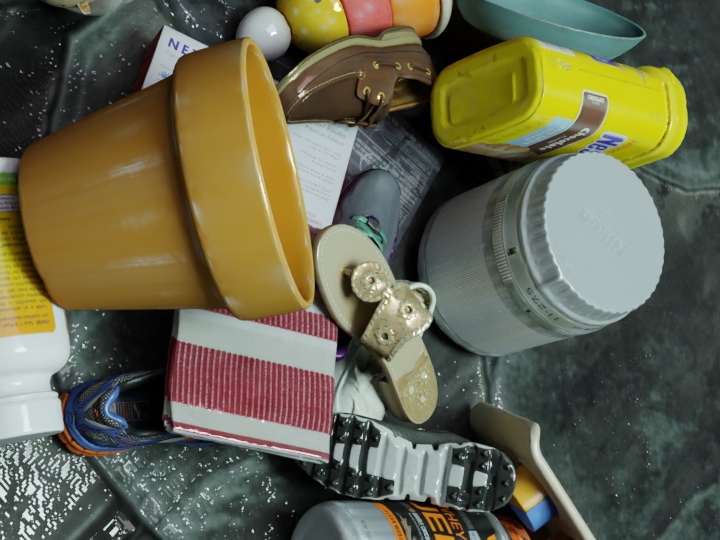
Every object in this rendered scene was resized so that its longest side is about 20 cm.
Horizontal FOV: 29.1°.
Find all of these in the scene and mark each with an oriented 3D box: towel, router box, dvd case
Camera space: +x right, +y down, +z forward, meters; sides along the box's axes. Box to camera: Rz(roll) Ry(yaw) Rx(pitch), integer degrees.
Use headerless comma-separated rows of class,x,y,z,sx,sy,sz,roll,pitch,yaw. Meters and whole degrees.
towel,-0.084,0.047,1.120,0.142,0.023,0.203,14,63,-24
router box,-0.116,-0.086,1.197,0.198,0.049,0.182,24,65,-20
dvd case,-0.015,-0.076,1.294,0.148,0.016,0.201,40,60,-19

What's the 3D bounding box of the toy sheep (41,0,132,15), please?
toy sheep,-0.214,-0.289,1.148,0.138,0.137,0.201,44,52,-16

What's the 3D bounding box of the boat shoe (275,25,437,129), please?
boat shoe,0.001,-0.161,1.214,0.199,0.072,0.068,-24,73,-47

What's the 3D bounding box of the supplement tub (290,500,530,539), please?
supplement tub,0.046,0.259,1.186,0.198,0.122,0.124,6,74,-33

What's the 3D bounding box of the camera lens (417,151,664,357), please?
camera lens,0.160,-0.013,1.285,0.158,0.199,0.162,9,72,-32

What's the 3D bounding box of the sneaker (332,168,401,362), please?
sneaker,0.000,0.000,1.221,0.074,0.087,0.202,29,73,-22

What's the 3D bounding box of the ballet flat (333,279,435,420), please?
ballet flat,0.013,0.087,1.242,0.069,0.069,0.201,38,60,-20

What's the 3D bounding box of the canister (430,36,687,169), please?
canister,0.179,-0.145,1.266,0.198,0.148,0.088,6,76,-41

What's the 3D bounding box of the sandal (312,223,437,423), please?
sandal,0.036,0.046,1.160,0.078,0.069,0.213,-52,131,-34

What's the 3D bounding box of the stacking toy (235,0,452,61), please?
stacking toy,-0.026,-0.245,1.283,0.199,0.146,0.147,-32,96,-19

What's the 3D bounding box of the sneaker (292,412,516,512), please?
sneaker,0.032,0.163,1.192,0.197,0.091,0.068,11,87,2

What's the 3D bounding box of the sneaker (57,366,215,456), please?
sneaker,-0.143,0.108,1.123,0.198,0.078,0.076,-12,85,-35

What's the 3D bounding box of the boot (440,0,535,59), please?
boot,0.187,-0.234,1.439,0.200,0.073,0.156,46,57,-6

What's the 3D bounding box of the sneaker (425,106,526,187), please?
sneaker,0.143,-0.113,1.390,0.198,0.071,0.084,30,83,-26

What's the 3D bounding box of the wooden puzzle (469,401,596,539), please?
wooden puzzle,0.161,0.224,1.249,0.046,0.185,0.202,-29,97,-9

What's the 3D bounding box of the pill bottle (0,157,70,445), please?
pill bottle,-0.277,0.027,1.033,0.110,0.111,0.203,-6,81,-35

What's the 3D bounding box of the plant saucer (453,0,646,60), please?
plant saucer,0.170,-0.237,1.315,0.198,0.200,0.036,1,116,-34

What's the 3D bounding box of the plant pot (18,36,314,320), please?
plant pot,-0.145,-0.052,1.025,0.181,0.200,0.203,-12,83,5
